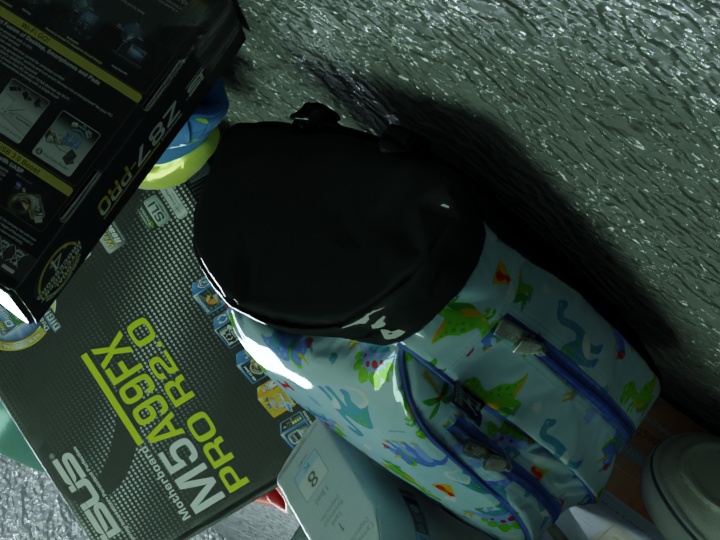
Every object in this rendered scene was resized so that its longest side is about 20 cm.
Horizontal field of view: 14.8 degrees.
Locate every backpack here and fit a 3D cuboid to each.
[{"bbox_3d":[0.038,0.030,1.202,0.199,0.155,0.163,21,177,-42],"label":"backpack"}]

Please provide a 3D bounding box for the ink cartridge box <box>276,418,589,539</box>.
[{"bbox_3d":[0.065,0.157,1.259,0.160,0.047,0.200,23,-161,-35],"label":"ink cartridge box"}]

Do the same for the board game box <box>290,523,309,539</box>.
[{"bbox_3d":[0.040,0.212,1.446,0.147,0.064,0.200,28,163,24],"label":"board game box"}]

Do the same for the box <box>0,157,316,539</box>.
[{"bbox_3d":[-0.112,0.037,1.432,0.201,0.160,0.044,58,-157,-2],"label":"box"}]

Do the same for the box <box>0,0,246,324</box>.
[{"bbox_3d":[-0.176,-0.095,1.203,0.199,0.162,0.049,31,168,16],"label":"box"}]

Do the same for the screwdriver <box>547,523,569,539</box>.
[{"bbox_3d":[0.061,0.089,1.307,0.200,0.028,0.029,51,-161,14],"label":"screwdriver"}]

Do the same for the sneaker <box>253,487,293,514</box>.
[{"bbox_3d":[-0.020,0.094,1.504,0.199,0.087,0.074,-8,142,2],"label":"sneaker"}]

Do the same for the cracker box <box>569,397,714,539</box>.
[{"bbox_3d":[0.122,0.100,1.398,0.134,0.058,0.200,36,170,4],"label":"cracker box"}]

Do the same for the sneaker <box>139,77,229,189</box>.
[{"bbox_3d":[-0.138,-0.120,1.268,0.200,0.076,0.105,34,154,-14],"label":"sneaker"}]

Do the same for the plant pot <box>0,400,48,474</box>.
[{"bbox_3d":[-0.176,0.019,1.570,0.200,0.161,0.201,30,-178,-1],"label":"plant pot"}]

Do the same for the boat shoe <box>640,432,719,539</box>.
[{"bbox_3d":[0.213,0.121,1.226,0.200,0.071,0.070,35,143,25],"label":"boat shoe"}]
